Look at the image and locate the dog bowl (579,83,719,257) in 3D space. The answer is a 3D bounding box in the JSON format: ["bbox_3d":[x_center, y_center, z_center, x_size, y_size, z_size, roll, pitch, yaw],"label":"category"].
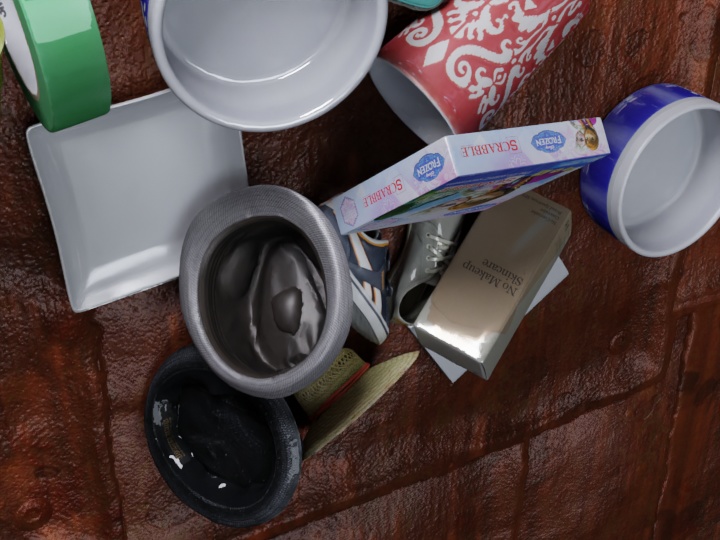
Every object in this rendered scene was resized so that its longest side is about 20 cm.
[{"bbox_3d":[0.369,-0.122,1.362,0.199,0.079,0.201,-16,125,-24],"label":"dog bowl"}]

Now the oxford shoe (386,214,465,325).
[{"bbox_3d":[0.082,-0.023,1.254,0.075,0.058,0.201,12,109,-35],"label":"oxford shoe"}]

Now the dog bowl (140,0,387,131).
[{"bbox_3d":[-0.083,-0.223,0.941,0.199,0.079,0.201,-12,130,-14],"label":"dog bowl"}]

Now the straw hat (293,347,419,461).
[{"bbox_3d":[-0.034,0.124,1.240,0.201,0.201,0.085,-41,89,-5],"label":"straw hat"}]

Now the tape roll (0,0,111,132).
[{"bbox_3d":[-0.246,-0.205,0.832,0.048,0.200,0.201,-22,128,-19],"label":"tape roll"}]

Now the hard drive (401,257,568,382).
[{"bbox_3d":[0.153,0.030,1.351,0.200,0.026,0.132,-42,132,-3],"label":"hard drive"}]

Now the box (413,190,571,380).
[{"bbox_3d":[0.149,0.009,1.244,0.201,0.095,0.078,-59,162,-13],"label":"box"}]

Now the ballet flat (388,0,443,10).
[{"bbox_3d":[-0.008,-0.290,1.029,0.199,0.064,0.068,9,128,-31],"label":"ballet flat"}]

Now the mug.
[{"bbox_3d":[0.117,-0.229,1.129,0.200,0.177,0.133,-45,96,-7],"label":"mug"}]

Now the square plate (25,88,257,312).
[{"bbox_3d":[-0.201,-0.076,1.057,0.197,0.028,0.201,-20,127,-21],"label":"square plate"}]

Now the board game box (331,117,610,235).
[{"bbox_3d":[0.106,-0.091,1.098,0.199,0.199,0.041,-11,83,-34],"label":"board game box"}]

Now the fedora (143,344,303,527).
[{"bbox_3d":[-0.129,0.165,1.172,0.091,0.200,0.202,-15,131,-61],"label":"fedora"}]

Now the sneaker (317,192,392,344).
[{"bbox_3d":[0.000,0.000,1.200,0.079,0.078,0.200,-47,141,-16],"label":"sneaker"}]

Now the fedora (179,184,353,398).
[{"bbox_3d":[-0.081,0.023,1.089,0.176,0.201,0.090,-22,167,15],"label":"fedora"}]

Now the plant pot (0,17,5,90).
[{"bbox_3d":[-0.363,-0.092,0.852,0.199,0.201,0.194,-16,137,-24],"label":"plant pot"}]
